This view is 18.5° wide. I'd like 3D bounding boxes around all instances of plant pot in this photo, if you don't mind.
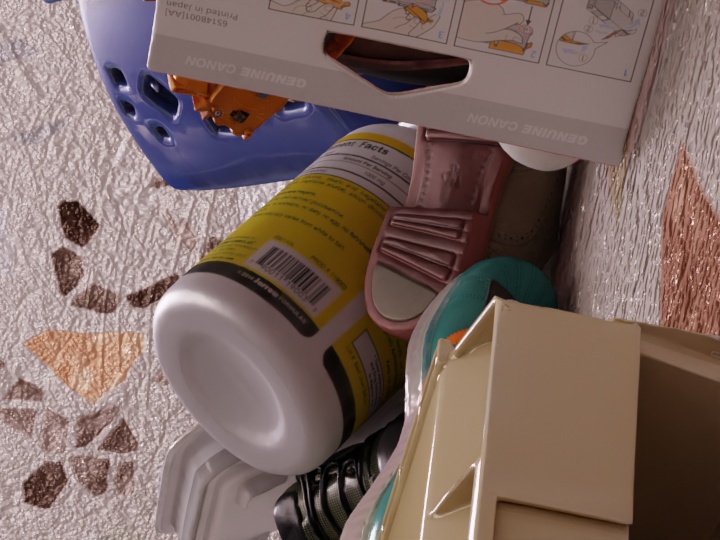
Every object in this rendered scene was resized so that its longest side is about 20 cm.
[{"bbox_3d":[-0.056,-0.181,1.258,0.199,0.180,0.201,-3,47,49],"label":"plant pot"}]

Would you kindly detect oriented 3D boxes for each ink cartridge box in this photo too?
[{"bbox_3d":[0.026,-0.140,0.838,0.045,0.198,0.177,-81,3,-51],"label":"ink cartridge box"}]

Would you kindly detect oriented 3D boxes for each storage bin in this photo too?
[{"bbox_3d":[0.041,0.144,0.533,0.199,0.093,0.201,105,176,-49],"label":"storage bin"}]

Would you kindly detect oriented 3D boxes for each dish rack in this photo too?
[{"bbox_3d":[-0.013,0.097,1.206,0.044,0.199,0.172,60,160,19],"label":"dish rack"}]

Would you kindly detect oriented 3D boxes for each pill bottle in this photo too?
[{"bbox_3d":[0.000,0.000,1.095,0.200,0.112,0.113,-42,-20,-32],"label":"pill bottle"}]

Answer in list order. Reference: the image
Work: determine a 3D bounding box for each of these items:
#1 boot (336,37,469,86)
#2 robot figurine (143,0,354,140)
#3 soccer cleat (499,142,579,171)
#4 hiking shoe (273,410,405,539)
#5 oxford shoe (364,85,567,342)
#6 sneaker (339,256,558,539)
[{"bbox_3d":[0.049,-0.184,0.998,0.064,0.185,0.202,1,-83,-63],"label":"boot"},{"bbox_3d":[-0.013,-0.161,0.964,0.200,0.058,0.146,-48,39,22],"label":"robot figurine"},{"bbox_3d":[0.080,-0.143,0.894,0.086,0.069,0.202,6,-84,-64],"label":"soccer cleat"},{"bbox_3d":[0.009,0.119,1.086,0.200,0.100,0.076,81,165,-80],"label":"hiking shoe"},{"bbox_3d":[0.067,-0.048,1.044,0.075,0.070,0.201,39,-107,-46],"label":"oxford shoe"},{"bbox_3d":[0.057,0.063,0.912,0.080,0.071,0.201,-31,26,42],"label":"sneaker"}]
